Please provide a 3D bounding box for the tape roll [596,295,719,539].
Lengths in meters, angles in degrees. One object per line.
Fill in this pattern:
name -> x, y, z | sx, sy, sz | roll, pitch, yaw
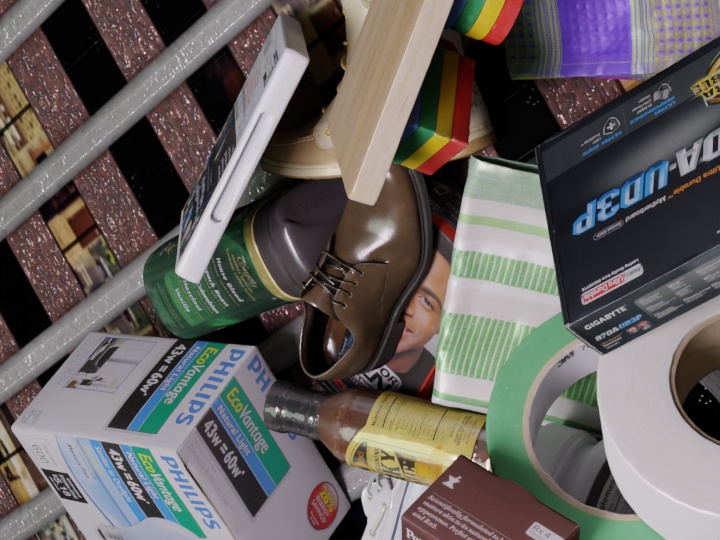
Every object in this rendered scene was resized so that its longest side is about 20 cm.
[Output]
tape roll -> 0.255, 0.086, 1.298 | 0.202, 0.203, 0.071 | 32, 158, 27

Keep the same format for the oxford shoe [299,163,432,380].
oxford shoe -> 0.000, 0.000, 1.480 | 0.072, 0.084, 0.201 | 31, 122, 32

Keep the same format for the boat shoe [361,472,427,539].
boat shoe -> 0.030, 0.190, 1.614 | 0.066, 0.073, 0.201 | 28, 124, 19

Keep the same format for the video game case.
video game case -> -0.089, -0.096, 1.503 | 0.023, 0.200, 0.183 | 26, 101, -10

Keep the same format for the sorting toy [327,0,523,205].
sorting toy -> 0.049, -0.156, 1.348 | 0.069, 0.199, 0.201 | 18, 106, -11

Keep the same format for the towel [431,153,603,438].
towel -> 0.136, 0.023, 1.450 | 0.151, 0.023, 0.201 | 11, 117, 3

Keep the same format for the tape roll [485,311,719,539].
tape roll -> 0.186, 0.113, 1.365 | 0.200, 0.201, 0.048 | 32, 159, 27

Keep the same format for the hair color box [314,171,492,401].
hair color box -> 0.041, 0.034, 1.555 | 0.101, 0.061, 0.201 | 43, 129, 20

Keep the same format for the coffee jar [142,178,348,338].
coffee jar -> -0.080, -0.011, 1.601 | 0.199, 0.104, 0.086 | -20, 99, 49

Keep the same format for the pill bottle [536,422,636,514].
pill bottle -> 0.211, 0.185, 1.421 | 0.199, 0.114, 0.115 | 17, 118, 28

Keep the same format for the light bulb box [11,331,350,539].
light bulb box -> -0.149, 0.166, 1.683 | 0.199, 0.125, 0.199 | 3, 134, 40

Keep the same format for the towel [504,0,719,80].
towel -> 0.172, -0.199, 1.377 | 0.199, 0.023, 0.145 | 6, 111, 39

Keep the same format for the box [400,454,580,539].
box -> 0.087, 0.230, 1.350 | 0.100, 0.075, 0.201 | 29, 141, 29

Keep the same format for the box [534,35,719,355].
box -> 0.212, -0.058, 1.286 | 0.199, 0.046, 0.160 | -30, 45, 28

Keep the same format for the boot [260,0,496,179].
boot -> -0.002, -0.152, 1.506 | 0.199, 0.073, 0.157 | -5, 105, 35

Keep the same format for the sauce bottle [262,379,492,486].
sauce bottle -> 0.022, 0.124, 1.525 | 0.199, 0.065, 0.065 | 12, 115, 24
